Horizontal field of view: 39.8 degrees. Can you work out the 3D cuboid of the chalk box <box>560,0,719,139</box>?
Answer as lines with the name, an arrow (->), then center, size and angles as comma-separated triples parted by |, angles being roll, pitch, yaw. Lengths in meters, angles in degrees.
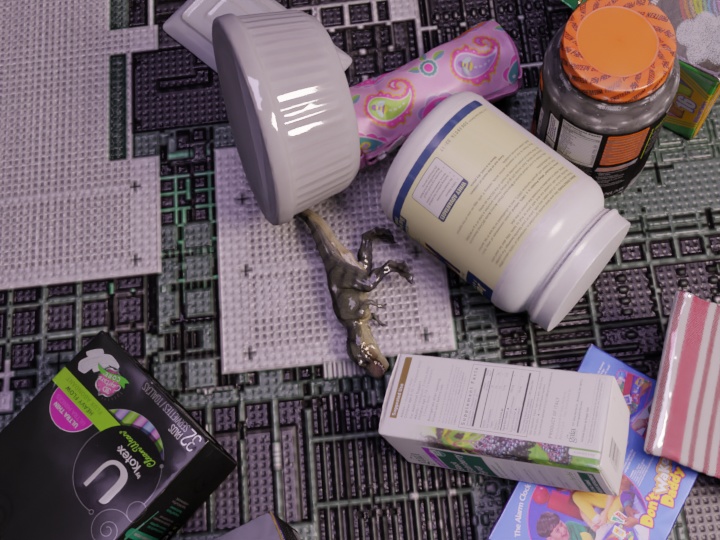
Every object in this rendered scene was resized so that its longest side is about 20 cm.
chalk box -> 0.284, -0.250, 0.994 | 0.199, 0.124, 0.125 | 33, 77, 16

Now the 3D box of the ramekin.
ramekin -> -0.069, -0.152, 0.952 | 0.093, 0.203, 0.205 | -17, 69, -12

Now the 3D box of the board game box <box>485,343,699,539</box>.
board game box -> 0.216, 0.188, 0.884 | 0.133, 0.045, 0.201 | 29, 75, 14

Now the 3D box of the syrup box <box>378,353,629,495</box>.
syrup box -> 0.123, 0.131, 0.857 | 0.197, 0.079, 0.082 | 3, 63, 28

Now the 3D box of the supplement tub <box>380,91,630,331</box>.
supplement tub -> 0.133, -0.054, 0.924 | 0.199, 0.145, 0.145 | 40, 78, 16

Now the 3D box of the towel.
towel -> 0.340, 0.119, 0.870 | 0.197, 0.030, 0.148 | 22, 73, -13

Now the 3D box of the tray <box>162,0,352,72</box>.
tray -> -0.115, -0.250, 1.078 | 0.199, 0.022, 0.108 | 39, 79, 16

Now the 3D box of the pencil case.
pencil case -> 0.065, -0.176, 1.003 | 0.198, 0.088, 0.088 | -27, 70, -5

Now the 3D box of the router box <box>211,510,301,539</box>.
router box -> -0.141, 0.274, 0.822 | 0.198, 0.158, 0.053 | -26, 70, -6

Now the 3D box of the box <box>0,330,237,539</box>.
box -> -0.235, 0.187, 0.878 | 0.148, 0.125, 0.200 | 41, 79, 18

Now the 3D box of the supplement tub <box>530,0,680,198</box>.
supplement tub -> 0.224, -0.157, 0.923 | 0.120, 0.200, 0.124 | -1, 70, 3

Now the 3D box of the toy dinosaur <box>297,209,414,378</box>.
toy dinosaur -> 0.000, 0.000, 0.970 | 0.087, 0.048, 0.202 | -25, 67, 3
